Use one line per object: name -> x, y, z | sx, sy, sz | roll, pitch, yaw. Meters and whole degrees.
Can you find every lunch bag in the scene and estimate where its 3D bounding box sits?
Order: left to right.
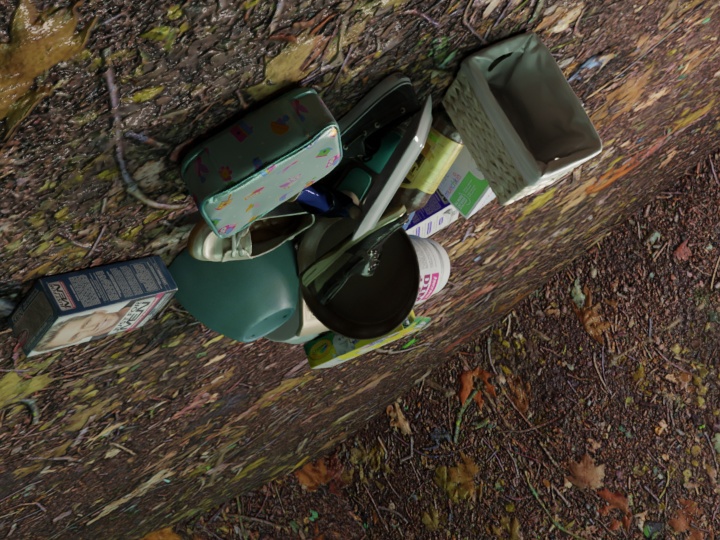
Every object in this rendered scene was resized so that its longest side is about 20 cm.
lunch bag -> -0.119, -0.126, 1.348 | 0.199, 0.078, 0.161 | -31, 167, -5

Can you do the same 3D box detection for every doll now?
doll -> -0.056, -0.099, 1.529 | 0.199, 0.135, 0.049 | 15, 93, -64

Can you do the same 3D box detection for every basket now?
basket -> 0.220, -0.208, 1.577 | 0.134, 0.202, 0.123 | -25, 169, -27

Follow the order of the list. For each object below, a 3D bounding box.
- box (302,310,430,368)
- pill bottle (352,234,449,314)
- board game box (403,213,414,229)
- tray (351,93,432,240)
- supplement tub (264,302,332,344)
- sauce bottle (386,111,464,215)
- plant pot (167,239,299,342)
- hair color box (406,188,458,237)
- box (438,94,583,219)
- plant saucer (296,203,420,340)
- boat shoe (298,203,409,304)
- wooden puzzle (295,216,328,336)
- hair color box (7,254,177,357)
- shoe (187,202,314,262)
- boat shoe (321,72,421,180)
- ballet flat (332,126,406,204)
box -> 0.014, 0.105, 1.855 | 0.198, 0.049, 0.117 | -22, 172, 13
pill bottle -> 0.058, 0.002, 1.760 | 0.113, 0.114, 0.199 | -39, 166, 27
board game box -> 0.018, -0.082, 1.766 | 0.159, 0.039, 0.200 | -51, 158, -6
tray -> 0.046, -0.132, 1.488 | 0.201, 0.022, 0.108 | -58, -170, 41
supplement tub -> -0.087, 0.049, 1.883 | 0.140, 0.141, 0.199 | -38, 165, 23
sauce bottle -> 0.087, -0.138, 1.676 | 0.201, 0.065, 0.064 | -58, 158, 17
plant pot -> -0.167, 0.023, 1.634 | 0.199, 0.136, 0.200 | -30, 166, -8
hair color box -> 0.076, -0.082, 1.962 | 0.198, 0.065, 0.109 | -29, 165, -7
box -> 0.226, -0.204, 1.767 | 0.176, 0.097, 0.200 | -37, 170, -30
plant saucer -> 0.000, 0.000, 1.650 | 0.200, 0.201, 0.034 | -38, 174, 24
boat shoe -> 0.000, -0.022, 1.594 | 0.199, 0.065, 0.073 | -35, -176, 31
wooden puzzle -> -0.040, -0.003, 1.771 | 0.037, 0.203, 0.184 | 7, -173, 29
hair color box -> -0.346, 0.044, 1.465 | 0.199, 0.061, 0.100 | -14, 157, -50
shoe -> -0.145, -0.056, 1.517 | 0.199, 0.053, 0.071 | -21, 120, -42
boat shoe -> 0.002, -0.177, 1.483 | 0.200, 0.057, 0.068 | -43, 163, 34
ballet flat -> 0.018, -0.158, 1.608 | 0.200, 0.067, 0.064 | -47, -173, 48
